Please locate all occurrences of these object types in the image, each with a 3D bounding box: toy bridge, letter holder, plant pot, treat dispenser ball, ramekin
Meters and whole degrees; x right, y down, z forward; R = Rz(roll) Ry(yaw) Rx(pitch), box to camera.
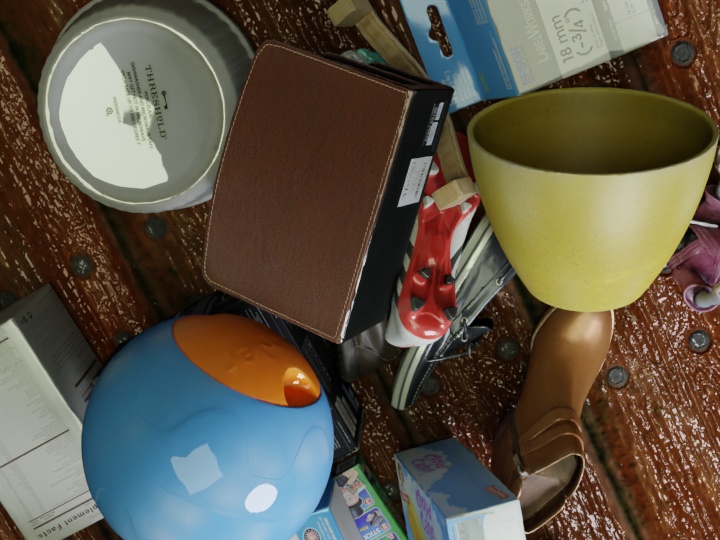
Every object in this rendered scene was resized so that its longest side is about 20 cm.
[{"bbox_3d":[0.041,-0.146,0.950,0.027,0.067,0.201,-33,82,31],"label":"toy bridge"},{"bbox_3d":[-0.031,-0.068,0.897,0.141,0.100,0.202,22,106,18],"label":"letter holder"},{"bbox_3d":[0.188,-0.052,0.941,0.197,0.201,0.144,-1,118,4],"label":"plant pot"},{"bbox_3d":[-0.120,0.135,0.901,0.198,0.201,0.203,1,107,3],"label":"treat dispenser ball"},{"bbox_3d":[-0.184,-0.142,0.977,0.200,0.094,0.205,1,106,3],"label":"ramekin"}]

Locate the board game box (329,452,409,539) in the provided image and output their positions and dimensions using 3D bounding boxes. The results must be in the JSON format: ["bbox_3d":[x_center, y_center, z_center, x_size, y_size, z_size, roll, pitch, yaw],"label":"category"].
[{"bbox_3d":[-0.049,0.286,1.128,0.199,0.029,0.135,-31,103,11],"label":"board game box"}]

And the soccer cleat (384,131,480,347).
[{"bbox_3d":[0.059,-0.027,0.984,0.068,0.085,0.202,18,65,-17],"label":"soccer cleat"}]

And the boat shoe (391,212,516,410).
[{"bbox_3d":[0.089,0.046,1.029,0.062,0.075,0.201,30,101,0],"label":"boat shoe"}]

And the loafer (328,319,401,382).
[{"bbox_3d":[0.000,0.000,1.028,0.070,0.073,0.202,-10,114,-12],"label":"loafer"}]

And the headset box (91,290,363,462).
[{"bbox_3d":[-0.124,0.119,1.050,0.199,0.093,0.175,-28,103,11],"label":"headset box"}]

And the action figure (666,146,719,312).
[{"bbox_3d":[0.335,-0.014,1.001,0.198,0.149,0.135,20,77,16],"label":"action figure"}]

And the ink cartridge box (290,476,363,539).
[{"bbox_3d":[-0.096,0.290,1.082,0.198,0.068,0.116,-21,103,9],"label":"ink cartridge box"}]

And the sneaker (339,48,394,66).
[{"bbox_3d":[-0.049,-0.116,0.988,0.200,0.091,0.078,-41,97,-12],"label":"sneaker"}]

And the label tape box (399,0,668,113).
[{"bbox_3d":[0.137,-0.227,0.950,0.198,0.063,0.146,-21,103,9],"label":"label tape box"}]

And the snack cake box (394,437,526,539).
[{"bbox_3d":[0.089,0.234,1.006,0.066,0.200,0.116,-13,98,-9],"label":"snack cake box"}]

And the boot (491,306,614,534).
[{"bbox_3d":[0.179,0.124,1.002,0.073,0.155,0.202,21,107,-3],"label":"boot"}]

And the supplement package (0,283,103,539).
[{"bbox_3d":[-0.296,0.136,1.056,0.113,0.110,0.201,-27,103,10],"label":"supplement package"}]
